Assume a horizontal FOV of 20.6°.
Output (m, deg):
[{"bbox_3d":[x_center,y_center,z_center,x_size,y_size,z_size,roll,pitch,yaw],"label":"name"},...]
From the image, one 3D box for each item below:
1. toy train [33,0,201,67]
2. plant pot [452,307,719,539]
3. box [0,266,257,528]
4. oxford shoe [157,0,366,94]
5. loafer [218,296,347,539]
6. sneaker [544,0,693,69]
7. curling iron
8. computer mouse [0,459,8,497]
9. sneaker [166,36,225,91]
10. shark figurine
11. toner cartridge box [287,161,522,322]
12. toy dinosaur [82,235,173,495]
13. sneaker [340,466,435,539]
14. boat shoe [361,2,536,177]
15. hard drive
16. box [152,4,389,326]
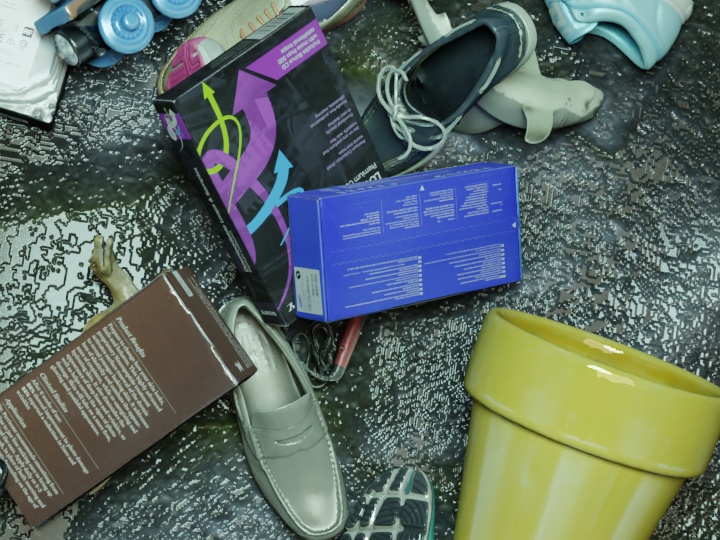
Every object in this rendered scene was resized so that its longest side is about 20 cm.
[{"bbox_3d":[-0.174,-0.243,1.547,0.200,0.087,0.115,-39,103,-26],"label":"toy train"},{"bbox_3d":[0.160,0.150,1.511,0.199,0.201,0.190,18,96,-5],"label":"plant pot"},{"bbox_3d":[-0.188,0.094,1.488,0.199,0.075,0.101,-35,88,13],"label":"box"},{"bbox_3d":[-0.077,-0.196,1.576,0.199,0.074,0.071,-38,91,-10],"label":"oxford shoe"},{"bbox_3d":[-0.063,0.117,1.538,0.069,0.070,0.201,-25,86,-10],"label":"loafer"},{"bbox_3d":[0.173,-0.233,1.616,0.199,0.074,0.082,28,76,-2],"label":"sneaker"},{"bbox_3d":[0.000,0.000,1.584,0.049,0.026,0.201,28,79,-6],"label":"curling iron"},{"bbox_3d":[-0.347,0.117,1.495,0.200,0.110,0.044,43,53,7],"label":"computer mouse"},{"bbox_3d":[-0.084,-0.095,1.554,0.088,0.081,0.201,-33,111,-29],"label":"sneaker"},{"bbox_3d":[0.088,-0.156,1.597,0.214,0.090,0.129,36,45,-10],"label":"shark figurine"},{"bbox_3d":[0.037,-0.024,1.530,0.199,0.043,0.096,-11,103,-37],"label":"toner cartridge box"},{"bbox_3d":[-0.170,0.071,1.548,0.100,0.058,0.202,-1,95,9],"label":"toy dinosaur"},{"bbox_3d":[0.029,0.253,1.534,0.077,0.079,0.202,3,86,34],"label":"sneaker"},{"bbox_3d":[0.053,-0.133,1.538,0.199,0.062,0.075,-34,83,34],"label":"boat shoe"},{"bbox_3d":[-0.283,-0.227,1.573,0.139,0.038,0.202,17,80,-5],"label":"hard drive"},{"bbox_3d":[-0.055,-0.079,1.503,0.143,0.036,0.201,-38,117,-27],"label":"box"}]
